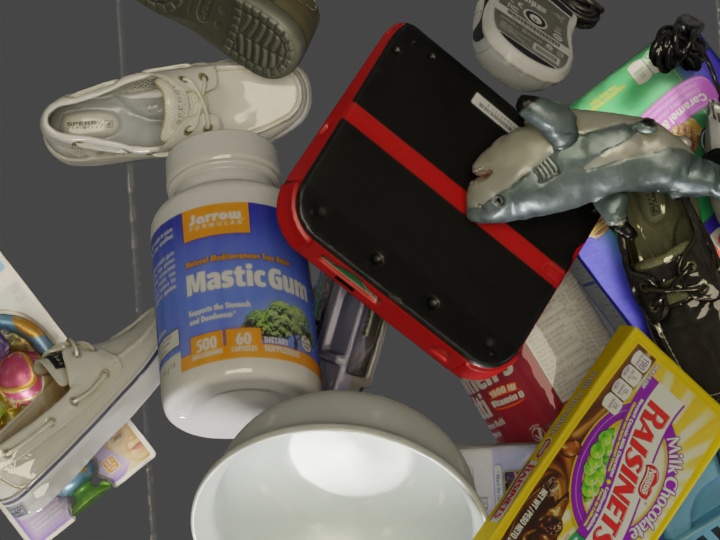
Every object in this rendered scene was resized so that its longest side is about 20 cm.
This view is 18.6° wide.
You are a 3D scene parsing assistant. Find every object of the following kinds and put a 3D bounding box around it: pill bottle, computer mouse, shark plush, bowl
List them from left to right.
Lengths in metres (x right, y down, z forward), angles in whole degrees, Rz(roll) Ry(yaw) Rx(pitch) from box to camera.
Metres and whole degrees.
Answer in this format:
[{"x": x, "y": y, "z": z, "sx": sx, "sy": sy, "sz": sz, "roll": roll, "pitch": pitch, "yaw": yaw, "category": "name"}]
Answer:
[{"x": -0.090, "y": 0.007, "z": 1.538, "sx": 0.112, "sy": 0.112, "sz": 0.201, "roll": -7, "pitch": 63, "yaw": -1, "category": "pill bottle"}, {"x": -0.008, "y": 0.145, "z": 1.457, "sx": 0.200, "sy": 0.091, "sz": 0.202, "roll": 5, "pitch": 132, "yaw": 5, "category": "bowl"}, {"x": 0.112, "y": 0.041, "z": 1.565, "sx": 0.109, "sy": 0.110, "sz": 0.200, "roll": -32, "pitch": 89, "yaw": -1, "category": "pill bottle"}, {"x": 0.112, "y": -0.175, "z": 1.538, "sx": 0.109, "sy": 0.200, "sz": 0.044, "roll": 34, "pitch": 121, "yaw": -7, "category": "computer mouse"}, {"x": 0.173, "y": -0.060, "z": 1.465, "sx": 0.199, "sy": 0.091, "sz": 0.084, "roll": 9, "pitch": 87, "yaw": -7, "category": "shark plush"}, {"x": 0.249, "y": -0.079, "z": 1.509, "sx": 0.044, "sy": 0.110, "sz": 0.201, "roll": -23, "pitch": 97, "yaw": 16, "category": "computer mouse"}]

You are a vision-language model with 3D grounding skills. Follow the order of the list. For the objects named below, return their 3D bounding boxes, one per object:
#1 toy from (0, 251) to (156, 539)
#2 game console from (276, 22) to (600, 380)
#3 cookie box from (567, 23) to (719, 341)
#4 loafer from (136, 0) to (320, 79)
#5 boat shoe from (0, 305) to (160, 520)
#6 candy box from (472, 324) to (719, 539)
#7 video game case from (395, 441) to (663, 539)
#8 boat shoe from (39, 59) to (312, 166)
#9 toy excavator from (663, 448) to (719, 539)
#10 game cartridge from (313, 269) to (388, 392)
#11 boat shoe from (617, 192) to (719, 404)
[{"x": -0.253, "y": 0.091, "z": 1.591, "sx": 0.115, "sy": 0.047, "sz": 0.200, "roll": -38, "pitch": 90, "yaw": -3, "category": "toy"}, {"x": 0.056, "y": -0.043, "z": 1.484, "sx": 0.200, "sy": 0.031, "sz": 0.177, "roll": 38, "pitch": 67, "yaw": -14, "category": "game console"}, {"x": 0.224, "y": -0.049, "z": 1.585, "sx": 0.171, "sy": 0.075, "sz": 0.200, "roll": -37, "pitch": 90, "yaw": -2, "category": "cookie box"}, {"x": -0.111, "y": -0.216, "z": 1.598, "sx": 0.200, "sy": 0.070, "sz": 0.075, "roll": 40, "pitch": 133, "yaw": 8, "category": "loafer"}, {"x": -0.197, "y": 0.081, "z": 1.550, "sx": 0.070, "sy": 0.071, "sz": 0.200, "roll": 49, "pitch": 64, "yaw": -15, "category": "boat shoe"}, {"x": 0.153, "y": 0.144, "z": 1.417, "sx": 0.102, "sy": 0.026, "sz": 0.200, "roll": 42, "pitch": 74, "yaw": -19, "category": "candy box"}, {"x": 0.117, "y": 0.217, "z": 1.497, "sx": 0.181, "sy": 0.045, "sz": 0.201, "roll": -3, "pitch": 89, "yaw": 24, "category": "video game case"}, {"x": -0.133, "y": -0.113, "z": 1.586, "sx": 0.199, "sy": 0.069, "sz": 0.071, "roll": -11, "pitch": 86, "yaw": -2, "category": "boat shoe"}, {"x": 0.244, "y": 0.122, "z": 1.530, "sx": 0.194, "sy": 0.100, "sz": 0.201, "roll": -29, "pitch": 117, "yaw": -13, "category": "toy excavator"}, {"x": 0.000, "y": 0.000, "z": 1.556, "sx": 0.038, "sy": 0.130, "sz": 0.201, "roll": 17, "pitch": 88, "yaw": -18, "category": "game cartridge"}, {"x": 0.210, "y": -0.001, "z": 1.487, "sx": 0.072, "sy": 0.066, "sz": 0.202, "roll": -25, "pitch": 68, "yaw": 22, "category": "boat shoe"}]
